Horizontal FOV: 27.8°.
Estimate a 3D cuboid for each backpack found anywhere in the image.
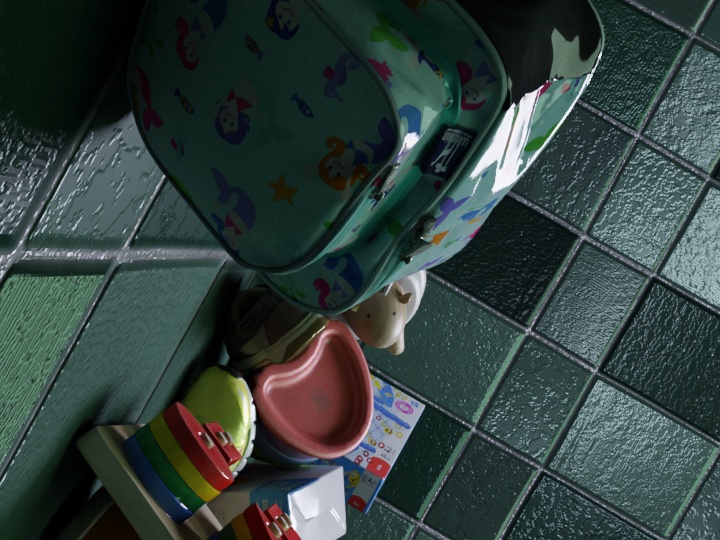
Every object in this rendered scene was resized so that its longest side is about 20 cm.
[{"bbox_3d":[-0.012,-0.081,0.648,0.150,0.178,0.200,-28,161,-36],"label":"backpack"}]

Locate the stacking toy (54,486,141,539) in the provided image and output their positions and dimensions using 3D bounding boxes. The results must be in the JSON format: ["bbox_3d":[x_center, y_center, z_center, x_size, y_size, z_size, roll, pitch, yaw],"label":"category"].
[{"bbox_3d":[-0.147,0.267,1.082,0.147,0.199,0.146,-54,172,-12],"label":"stacking toy"}]

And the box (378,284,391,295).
[{"bbox_3d":[0.002,-0.065,1.232,0.060,0.116,0.200,-58,174,-23],"label":"box"}]

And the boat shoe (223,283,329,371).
[{"bbox_3d":[-0.082,0.043,1.266,0.073,0.065,0.200,-39,-173,-21],"label":"boat shoe"}]

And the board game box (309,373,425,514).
[{"bbox_3d":[-0.040,0.177,1.757,0.056,0.195,0.200,-62,175,26],"label":"board game box"}]

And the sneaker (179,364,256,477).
[{"bbox_3d":[-0.156,0.175,1.252,0.201,0.078,0.090,-65,165,9],"label":"sneaker"}]

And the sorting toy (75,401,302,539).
[{"bbox_3d":[-0.099,0.182,1.041,0.069,0.201,0.199,-36,174,-2],"label":"sorting toy"}]

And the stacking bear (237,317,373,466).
[{"bbox_3d":[-0.083,0.131,1.385,0.121,0.114,0.200,-38,-169,-32],"label":"stacking bear"}]

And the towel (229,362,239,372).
[{"bbox_3d":[-0.081,0.068,1.550,0.200,0.048,0.112,-56,173,-41],"label":"towel"}]

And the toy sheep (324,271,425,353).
[{"bbox_3d":[0.000,0.000,1.408,0.139,0.137,0.201,-63,-149,28],"label":"toy sheep"}]

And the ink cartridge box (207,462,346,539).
[{"bbox_3d":[-0.127,0.223,1.356,0.115,0.198,0.069,-12,99,-65],"label":"ink cartridge box"}]
